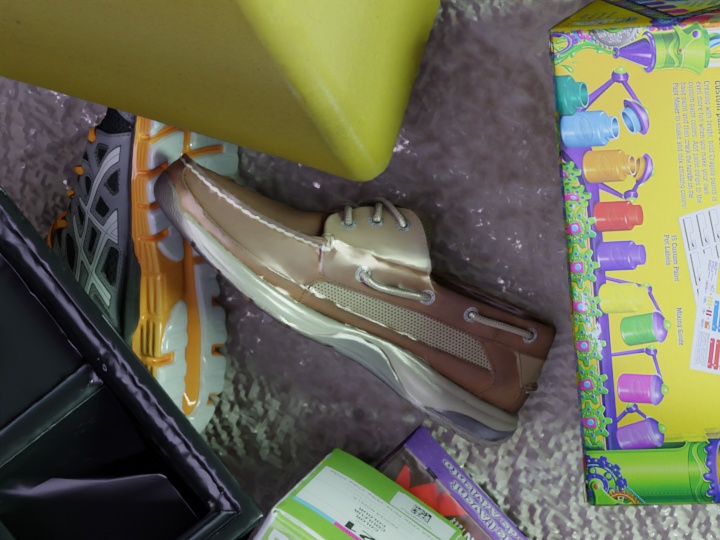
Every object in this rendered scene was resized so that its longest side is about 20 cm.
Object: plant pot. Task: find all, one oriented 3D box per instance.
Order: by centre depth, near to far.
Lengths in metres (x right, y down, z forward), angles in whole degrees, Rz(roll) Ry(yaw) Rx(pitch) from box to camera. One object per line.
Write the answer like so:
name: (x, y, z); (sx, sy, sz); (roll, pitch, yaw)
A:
plant pot: (-0.067, -0.170, 1.134); (0.200, 0.176, 0.200); (17, 84, 10)

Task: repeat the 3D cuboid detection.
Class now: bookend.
bookend: (-0.180, 0.092, 1.186); (0.199, 0.092, 0.200); (-37, 85, -11)

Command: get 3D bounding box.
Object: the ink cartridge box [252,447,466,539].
ink cartridge box: (-0.043, 0.175, 1.184); (0.076, 0.200, 0.148); (35, 109, 7)

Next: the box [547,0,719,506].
box: (0.189, -0.015, 1.161); (0.192, 0.122, 0.200); (-2, 101, 16)

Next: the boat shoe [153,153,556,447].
boat shoe: (0.000, 0.000, 1.229); (0.200, 0.076, 0.072); (33, 96, -22)

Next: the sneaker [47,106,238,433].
sneaker: (-0.106, -0.020, 1.267); (0.077, 0.078, 0.200); (10, 101, 28)

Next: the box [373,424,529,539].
box: (0.004, 0.187, 1.300); (0.137, 0.039, 0.200); (46, 109, 1)
